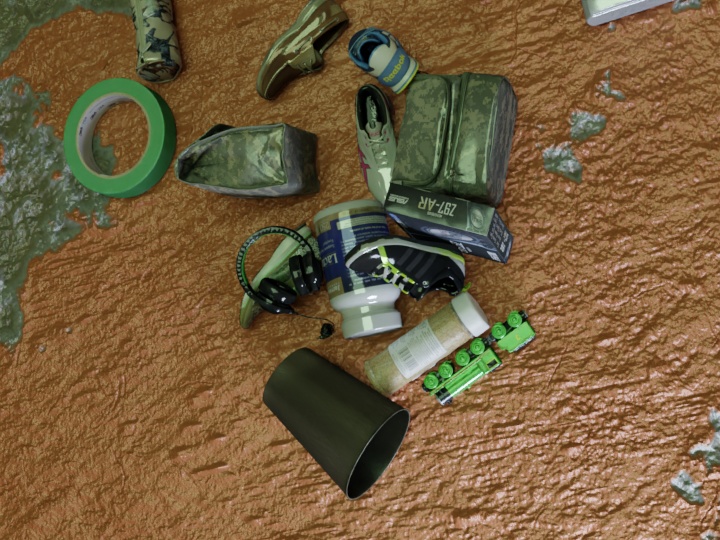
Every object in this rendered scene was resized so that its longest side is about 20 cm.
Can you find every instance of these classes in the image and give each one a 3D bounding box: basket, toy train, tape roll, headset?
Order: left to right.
[{"bbox_3d":[-0.417,-0.229,1.896,0.198,0.048,0.203,-2,83,17],"label":"tape roll"},{"bbox_3d":[-0.107,0.023,1.720,0.123,0.094,0.201,-37,92,7],"label":"headset"},{"bbox_3d":[-0.044,0.223,1.686,0.199,0.135,0.182,37,129,24],"label":"basket"},{"bbox_3d":[0.181,0.134,1.672,0.199,0.042,0.057,-38,85,11],"label":"toy train"}]

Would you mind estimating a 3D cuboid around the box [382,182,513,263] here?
[{"bbox_3d":[0.134,-0.068,1.620,0.158,0.200,0.044,15,83,18],"label":"box"}]

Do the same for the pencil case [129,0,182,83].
[{"bbox_3d":[-0.359,-0.429,1.876,0.077,0.089,0.203,-14,80,16],"label":"pencil case"}]

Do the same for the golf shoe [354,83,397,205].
[{"bbox_3d":[0.025,-0.194,1.727,0.072,0.092,0.202,-15,81,13],"label":"golf shoe"}]

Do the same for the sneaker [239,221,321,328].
[{"bbox_3d":[-0.122,0.023,1.767,0.088,0.077,0.201,38,100,6],"label":"sneaker"}]

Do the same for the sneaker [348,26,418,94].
[{"bbox_3d":[0.020,-0.344,1.709,0.074,0.082,0.200,-57,32,9],"label":"sneaker"}]

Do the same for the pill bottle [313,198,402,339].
[{"bbox_3d":[0.000,0.000,1.702,0.114,0.116,0.202,-15,80,16],"label":"pill bottle"}]

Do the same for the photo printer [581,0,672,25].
[{"bbox_3d":[0.397,-0.490,1.648,0.165,0.069,0.203,-14,80,16],"label":"photo printer"}]

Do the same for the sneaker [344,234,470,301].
[{"bbox_3d":[0.075,0.001,1.620,0.198,0.072,0.084,2,63,-20],"label":"sneaker"}]

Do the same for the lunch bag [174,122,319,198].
[{"bbox_3d":[-0.183,-0.172,1.753,0.197,0.164,0.119,-4,89,17],"label":"lunch bag"}]

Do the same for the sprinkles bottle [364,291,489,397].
[{"bbox_3d":[0.101,0.114,1.683,0.199,0.068,0.069,-36,75,11],"label":"sprinkles bottle"}]

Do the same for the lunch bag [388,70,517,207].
[{"bbox_3d":[0.138,-0.199,1.667,0.166,0.139,0.203,8,88,20],"label":"lunch bag"}]

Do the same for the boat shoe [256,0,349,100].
[{"bbox_3d":[-0.095,-0.357,1.793,0.072,0.076,0.201,40,99,15],"label":"boat shoe"}]
